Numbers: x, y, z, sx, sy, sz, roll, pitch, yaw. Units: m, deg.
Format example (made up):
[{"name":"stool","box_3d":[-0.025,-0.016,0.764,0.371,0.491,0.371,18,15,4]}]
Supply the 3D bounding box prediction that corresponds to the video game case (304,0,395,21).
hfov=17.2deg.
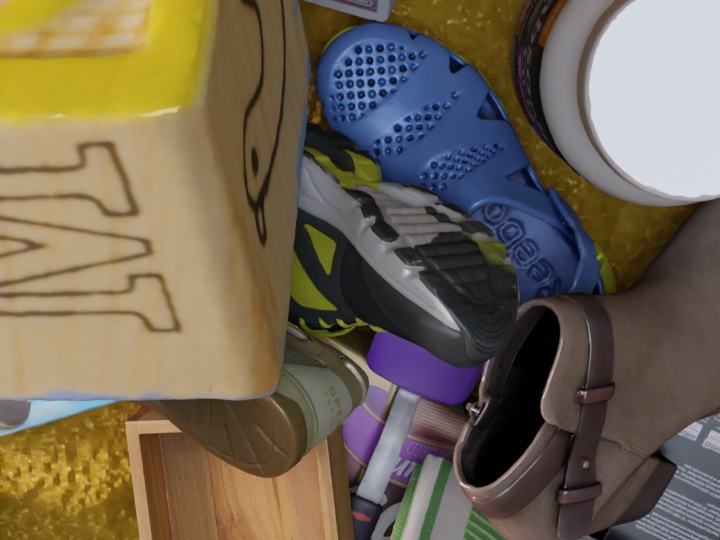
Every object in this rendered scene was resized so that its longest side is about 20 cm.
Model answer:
[{"name":"video game case","box_3d":[-0.047,-0.194,1.066,0.142,0.200,0.018,17,60,6]}]

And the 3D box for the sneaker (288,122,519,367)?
[{"name":"sneaker","box_3d":[0.000,0.000,1.097,0.074,0.200,0.085,2,117,-37]}]

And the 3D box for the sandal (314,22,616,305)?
[{"name":"sandal","box_3d":[0.055,-0.039,1.150,0.079,0.087,0.200,-43,97,7]}]

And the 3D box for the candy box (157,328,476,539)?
[{"name":"candy box","box_3d":[0.003,0.103,1.185,0.199,0.056,0.117,32,99,-6]}]

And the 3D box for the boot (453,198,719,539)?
[{"name":"boot","box_3d":[0.119,0.036,1.100,0.070,0.146,0.202,20,89,37]}]

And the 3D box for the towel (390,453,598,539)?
[{"name":"towel","box_3d":[0.093,0.192,1.119,0.199,0.023,0.153,28,59,-15]}]

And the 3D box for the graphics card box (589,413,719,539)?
[{"name":"graphics card box","box_3d":[0.194,0.109,1.197,0.125,0.051,0.201,24,99,-6]}]

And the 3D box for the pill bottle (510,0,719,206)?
[{"name":"pill bottle","box_3d":[0.134,-0.091,1.085,0.115,0.200,0.118,0,99,-2]}]

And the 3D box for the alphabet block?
[{"name":"alphabet block","box_3d":[-0.133,-0.077,0.993,0.194,0.201,0.197,-2,56,7]}]

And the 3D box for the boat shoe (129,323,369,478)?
[{"name":"boat shoe","box_3d":[-0.089,0.022,1.105,0.200,0.063,0.074,29,133,28]}]

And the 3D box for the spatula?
[{"name":"spatula","box_3d":[0.009,0.094,1.145,0.056,0.021,0.201,23,101,-5]}]

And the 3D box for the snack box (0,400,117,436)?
[{"name":"snack box","box_3d":[-0.192,-0.019,1.166,0.115,0.037,0.202,-16,99,0]}]

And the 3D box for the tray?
[{"name":"tray","box_3d":[-0.049,0.163,1.142,0.098,0.037,0.202,-3,101,14]}]
